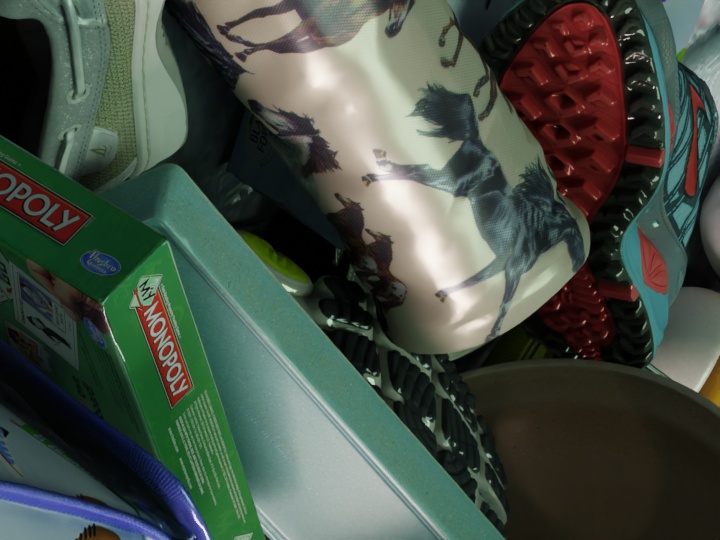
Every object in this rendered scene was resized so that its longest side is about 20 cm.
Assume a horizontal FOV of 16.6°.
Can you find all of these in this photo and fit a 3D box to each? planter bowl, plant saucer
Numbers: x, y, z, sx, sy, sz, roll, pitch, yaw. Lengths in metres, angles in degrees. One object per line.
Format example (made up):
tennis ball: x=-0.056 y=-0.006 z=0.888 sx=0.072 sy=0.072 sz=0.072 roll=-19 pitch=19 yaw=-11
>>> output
planter bowl: x=0.068 y=0.150 z=0.904 sx=0.200 sy=0.200 sz=0.135 roll=-43 pitch=135 yaw=-23
plant saucer: x=-0.029 y=0.048 z=0.793 sx=0.200 sy=0.070 sz=0.019 roll=49 pitch=36 yaw=-31

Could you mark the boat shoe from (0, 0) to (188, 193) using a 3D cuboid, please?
boat shoe: x=-0.099 y=-0.078 z=0.708 sx=0.065 sy=0.074 sz=0.202 roll=-42 pitch=158 yaw=-17

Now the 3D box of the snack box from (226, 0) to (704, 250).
snack box: x=0.056 y=-0.109 z=0.917 sx=0.200 sy=0.068 sz=0.169 roll=-17 pitch=133 yaw=-51

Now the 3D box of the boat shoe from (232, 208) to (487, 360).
boat shoe: x=0.000 y=0.000 z=0.929 sx=0.200 sy=0.072 sz=0.068 roll=-18 pitch=124 yaw=-36

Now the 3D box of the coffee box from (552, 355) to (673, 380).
coffee box: x=0.055 y=0.110 z=1.087 sx=0.200 sy=0.044 sz=0.123 roll=-53 pitch=-170 yaw=3

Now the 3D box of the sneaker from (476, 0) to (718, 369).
sneaker: x=0.087 y=-0.053 z=0.900 sx=0.200 sy=0.079 sz=0.096 roll=84 pitch=30 yaw=-54

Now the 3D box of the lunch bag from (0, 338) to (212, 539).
lunch bag: x=-0.141 y=0.067 z=0.689 sx=0.124 sy=0.170 sz=0.200 roll=-60 pitch=149 yaw=2

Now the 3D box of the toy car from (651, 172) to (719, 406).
toy car: x=0.225 y=0.037 z=1.259 sx=0.200 sy=0.175 sz=0.150 roll=-58 pitch=-174 yaw=0

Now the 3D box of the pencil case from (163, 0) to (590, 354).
pencil case: x=-0.002 y=-0.057 z=0.790 sx=0.078 sy=0.089 sz=0.200 roll=-52 pitch=127 yaw=-21

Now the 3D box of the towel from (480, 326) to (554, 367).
towel: x=0.032 y=0.087 z=1.093 sx=0.200 sy=0.018 sz=0.086 roll=-55 pitch=-172 yaw=-6

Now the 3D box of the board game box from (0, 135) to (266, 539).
board game box: x=-0.096 y=0.029 z=0.752 sx=0.029 sy=0.135 sz=0.200 roll=-46 pitch=150 yaw=-23

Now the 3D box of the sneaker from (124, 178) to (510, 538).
sneaker: x=-0.034 y=0.040 z=0.846 sx=0.080 sy=0.200 sz=0.078 roll=-46 pitch=-159 yaw=32
